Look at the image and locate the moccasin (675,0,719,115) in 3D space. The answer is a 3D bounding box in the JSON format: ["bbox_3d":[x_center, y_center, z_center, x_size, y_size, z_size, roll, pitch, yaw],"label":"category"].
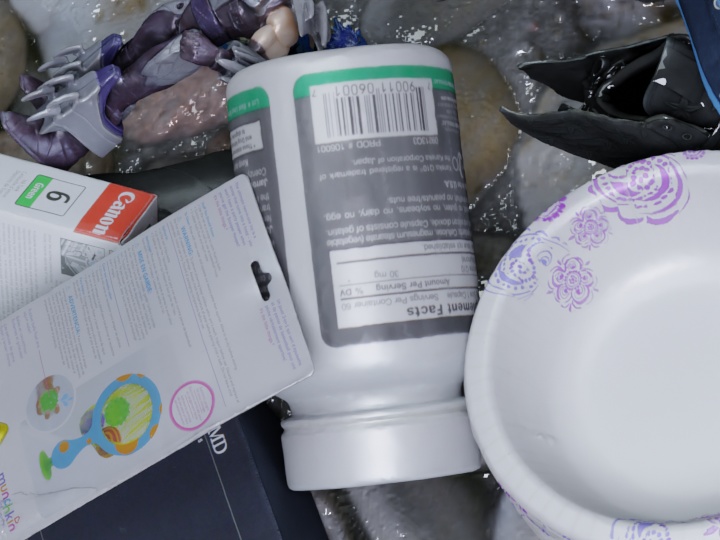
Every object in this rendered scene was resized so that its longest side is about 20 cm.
[{"bbox_3d":[0.182,-0.121,0.898,0.080,0.068,0.201,-13,51,-18],"label":"moccasin"}]

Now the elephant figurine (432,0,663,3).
[{"bbox_3d":[0.130,-0.208,1.057,0.154,0.141,0.201,-19,48,29],"label":"elephant figurine"}]

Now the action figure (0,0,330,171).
[{"bbox_3d":[-0.091,-0.125,1.037,0.199,0.069,0.131,-32,37,16],"label":"action figure"}]

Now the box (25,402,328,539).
[{"bbox_3d":[-0.102,0.171,0.946,0.181,0.104,0.201,-28,55,7],"label":"box"}]

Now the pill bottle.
[{"bbox_3d":[0.000,0.000,0.951,0.112,0.113,0.202,-7,86,19],"label":"pill bottle"}]

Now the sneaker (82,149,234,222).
[{"bbox_3d":[-0.071,-0.031,1.080,0.198,0.076,0.091,10,59,17],"label":"sneaker"}]

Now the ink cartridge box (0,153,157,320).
[{"bbox_3d":[-0.146,0.008,1.044,0.199,0.110,0.050,14,38,12],"label":"ink cartridge box"}]

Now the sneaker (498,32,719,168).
[{"bbox_3d":[0.173,-0.072,0.951,0.199,0.104,0.060,-1,61,46],"label":"sneaker"}]

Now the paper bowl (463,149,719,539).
[{"bbox_3d":[0.154,0.054,0.906,0.199,0.104,0.202,-10,59,18],"label":"paper bowl"}]

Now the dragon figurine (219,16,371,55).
[{"bbox_3d":[-0.052,-0.120,1.098,0.199,0.100,0.059,32,76,34],"label":"dragon figurine"}]

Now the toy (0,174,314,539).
[{"bbox_3d":[-0.114,0.055,0.929,0.199,0.047,0.116,-28,57,11],"label":"toy"}]
